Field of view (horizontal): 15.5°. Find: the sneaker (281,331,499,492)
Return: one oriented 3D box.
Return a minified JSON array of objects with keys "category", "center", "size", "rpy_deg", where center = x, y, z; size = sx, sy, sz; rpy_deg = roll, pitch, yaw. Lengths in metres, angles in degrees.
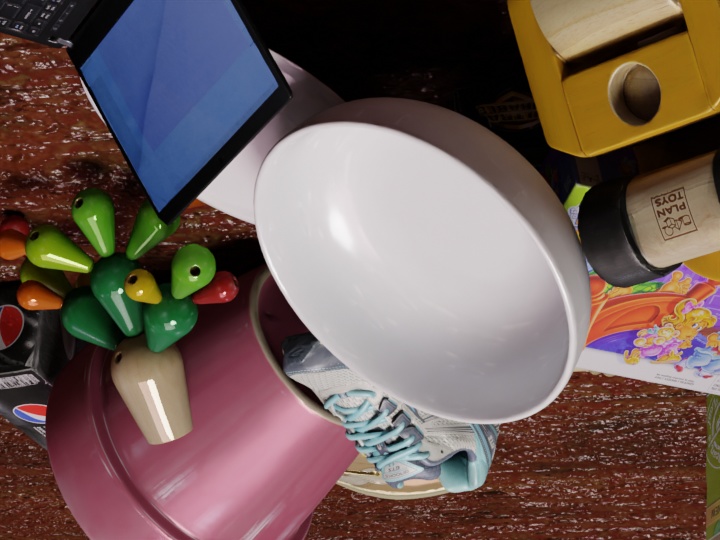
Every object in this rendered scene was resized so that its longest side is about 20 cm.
[{"category":"sneaker","center":[0.026,0.088,1.655],"size":[0.077,0.087,0.200],"rpy_deg":[-9,159,40]}]

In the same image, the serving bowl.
[{"category":"serving bowl","center":[0.042,-0.015,1.412],"size":[0.199,0.066,0.201],"rpy_deg":[25,141,22]}]

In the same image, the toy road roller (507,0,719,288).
[{"category":"toy road roller","center":[0.178,-0.093,1.367],"size":[0.123,0.201,0.146],"rpy_deg":[-19,179,40]}]

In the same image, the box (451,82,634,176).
[{"category":"box","center":[0.151,-0.041,1.505],"size":[0.199,0.046,0.159],"rpy_deg":[-5,136,-4]}]

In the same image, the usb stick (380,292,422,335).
[{"category":"usb stick","center":[0.000,0.000,1.584],"size":[0.055,0.033,0.200],"rpy_deg":[19,-171,-28]}]

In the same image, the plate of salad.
[{"category":"plate of salad","center":[-0.066,-0.086,1.497],"size":[0.199,0.048,0.200],"rpy_deg":[21,153,11]}]

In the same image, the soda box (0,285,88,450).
[{"category":"soda box","center":[-0.205,0.081,1.860],"size":[0.063,0.071,0.200],"rpy_deg":[-6,153,21]}]

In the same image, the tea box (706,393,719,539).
[{"category":"tea box","center":[0.317,0.082,1.651],"size":[0.133,0.198,0.200],"rpy_deg":[11,153,-17]}]

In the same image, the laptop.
[{"category":"laptop","center":[-0.157,-0.123,1.388],"size":[0.199,0.104,0.177],"rpy_deg":[14,152,-22]}]

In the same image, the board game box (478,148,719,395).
[{"category":"board game box","center":[0.177,0.002,1.486],"size":[0.199,0.045,0.135],"rpy_deg":[11,133,-20]}]

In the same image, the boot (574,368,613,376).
[{"category":"boot","center":[0.099,0.023,1.690],"size":[0.154,0.073,0.200],"rpy_deg":[1,159,13]}]

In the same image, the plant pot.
[{"category":"plant pot","center":[-0.079,0.092,1.752],"size":[0.199,0.201,0.179],"rpy_deg":[24,132,-36]}]

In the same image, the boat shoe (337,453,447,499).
[{"category":"boat shoe","center":[-0.002,0.120,1.914],"size":[0.199,0.074,0.066],"rpy_deg":[2,160,2]}]

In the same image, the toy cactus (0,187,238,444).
[{"category":"toy cactus","center":[-0.141,0.023,1.647],"size":[0.199,0.166,0.102],"rpy_deg":[-6,-162,41]}]
